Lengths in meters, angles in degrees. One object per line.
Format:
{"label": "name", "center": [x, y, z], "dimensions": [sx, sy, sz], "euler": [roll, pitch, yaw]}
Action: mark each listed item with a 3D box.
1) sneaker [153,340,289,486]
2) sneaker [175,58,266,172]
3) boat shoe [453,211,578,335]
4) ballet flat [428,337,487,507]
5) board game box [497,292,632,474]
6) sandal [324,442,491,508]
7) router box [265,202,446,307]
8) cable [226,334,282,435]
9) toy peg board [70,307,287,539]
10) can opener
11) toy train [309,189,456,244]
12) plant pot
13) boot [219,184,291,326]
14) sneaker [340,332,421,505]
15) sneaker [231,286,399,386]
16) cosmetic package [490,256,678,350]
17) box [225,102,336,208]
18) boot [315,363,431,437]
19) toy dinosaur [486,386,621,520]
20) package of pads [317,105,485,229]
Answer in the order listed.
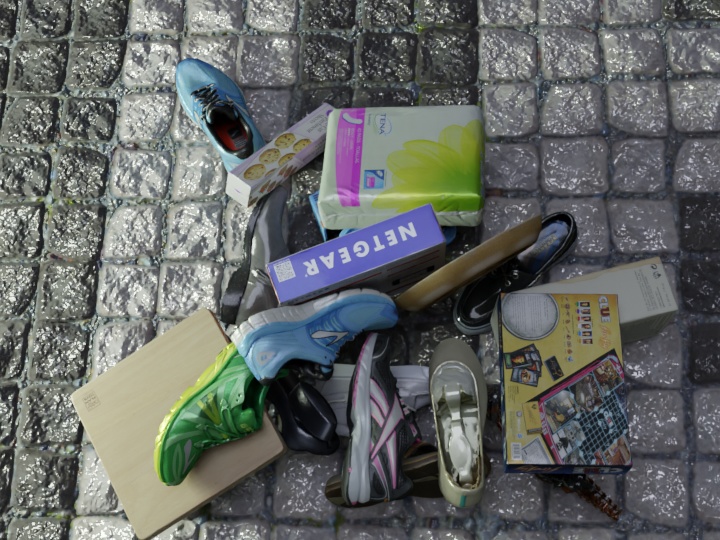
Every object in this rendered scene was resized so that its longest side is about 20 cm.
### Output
{"label": "sneaker", "center": [-0.157, 0.162, 1.344], "dimensions": [0.083, 0.074, 0.200], "euler": [36, 85, 23]}
{"label": "sneaker", "center": [-0.182, -0.211, 1.587], "dimensions": [0.078, 0.090, 0.200], "euler": [-34, 70, -5]}
{"label": "boat shoe", "center": [0.191, -0.002, 1.494], "dimensions": [0.200, 0.057, 0.069], "euler": [-43, 71, -9]}
{"label": "ballet flat", "center": [0.111, 0.165, 1.359], "dimensions": [0.069, 0.070, 0.201], "euler": [-7, 68, 4]}
{"label": "board game box", "center": [0.222, 0.122, 1.323], "dimensions": [0.135, 0.035, 0.201], "euler": [1, 64, 0]}
{"label": "sandal", "center": [0.054, 0.234, 1.424], "dimensions": [0.199, 0.080, 0.054], "euler": [-11, 48, 7]}
{"label": "router box", "center": [0.000, 0.000, 1.403], "dimensions": [0.199, 0.180, 0.049], "euler": [-20, 77, -2]}
{"label": "cable", "center": [-0.149, 0.143, 1.499], "dimensions": [0.199, 0.050, 0.097], "euler": [26, 77, 4]}
{"label": "toy peg board", "center": [-0.206, 0.187, 1.440], "dimensions": [0.200, 0.098, 0.200], "euler": [-33, 71, 3]}
{"label": "can opener", "center": [-0.087, 0.144, 1.443], "dimensions": [0.200, 0.063, 0.079], "euler": [47, 113, 37]}
{"label": "toy train", "center": [0.035, -0.073, 1.525], "dimensions": [0.199, 0.087, 0.115], "euler": [-22, 61, -4]}
{"label": "plant pot", "center": [0.130, -0.003, 1.398], "dimensions": [0.200, 0.200, 0.028], "euler": [-31, 85, -5]}
{"label": "boot", "center": [-0.089, -0.005, 1.533], "dimensions": [0.131, 0.070, 0.201], "euler": [15, 80, 5]}
{"label": "sneaker", "center": [0.028, 0.174, 1.383], "dimensions": [0.086, 0.080, 0.201], "euler": [7, 70, -6]}
{"label": "sneaker", "center": [-0.043, 0.081, 1.346], "dimensions": [0.199, 0.078, 0.090], "euler": [-15, 74, -26]}
{"label": "cosmetic package", "center": [0.263, 0.054, 1.431], "dimensions": [0.199, 0.104, 0.073], "euler": [-12, 70, -6]}
{"label": "box", "center": [-0.093, -0.150, 1.545], "dimensions": [0.041, 0.039, 0.200], "euler": [36, 51, 17]}
{"label": "boot", "center": [0.041, 0.166, 1.452], "dimensions": [0.199, 0.074, 0.096], "euler": [0, 76, 16]}
{"label": "toy dinosaur", "center": [0.229, 0.206, 1.386], "dimensions": [0.199, 0.136, 0.103], "euler": [25, 73, -11]}
{"label": "package of pads", "center": [0.054, -0.129, 1.473], "dimensions": [0.199, 0.068, 0.155], "euler": [0, 55, 7]}
